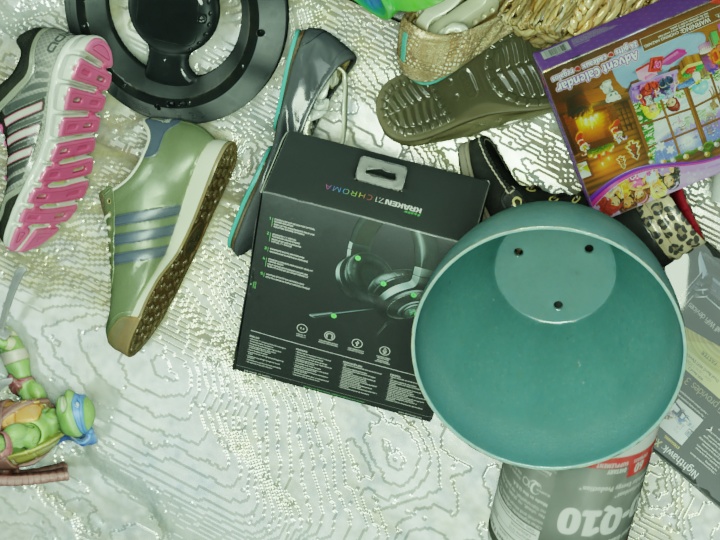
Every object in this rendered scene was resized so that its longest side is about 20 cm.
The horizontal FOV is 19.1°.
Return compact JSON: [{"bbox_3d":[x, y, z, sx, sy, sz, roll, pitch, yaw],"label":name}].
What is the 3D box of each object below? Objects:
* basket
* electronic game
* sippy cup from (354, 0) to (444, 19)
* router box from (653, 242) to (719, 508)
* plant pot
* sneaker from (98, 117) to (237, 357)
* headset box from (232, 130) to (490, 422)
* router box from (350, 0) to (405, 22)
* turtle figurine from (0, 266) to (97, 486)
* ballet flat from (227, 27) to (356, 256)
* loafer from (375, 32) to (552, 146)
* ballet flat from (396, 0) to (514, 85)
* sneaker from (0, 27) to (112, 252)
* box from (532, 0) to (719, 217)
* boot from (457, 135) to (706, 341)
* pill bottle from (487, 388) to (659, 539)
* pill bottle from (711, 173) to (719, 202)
[{"bbox_3d":[0.233,-0.236,1.665,0.149,0.143,0.201,32,86,-26],"label":"basket"},{"bbox_3d":[-0.153,-0.219,1.768,0.198,0.042,0.202,6,111,16],"label":"electronic game"},{"bbox_3d":[0.021,-0.290,1.675,0.130,0.140,0.178,-45,97,-5],"label":"sippy cup"},{"bbox_3d":[0.278,0.076,1.749,0.200,0.052,0.157,41,97,2],"label":"router box"},{"bbox_3d":[0.143,0.027,1.596,0.198,0.135,0.202,3,118,6],"label":"plant pot"},{"bbox_3d":[-0.183,-0.036,1.796,0.089,0.067,0.201,28,97,12],"label":"sneaker"},{"bbox_3d":[0.000,0.000,1.714,0.173,0.093,0.201,14,128,5],"label":"headset box"},{"bbox_3d":[0.002,-0.304,1.761,0.199,0.052,0.158,24,95,4],"label":"router box"},{"bbox_3d":[-0.332,0.103,1.780,0.193,0.200,0.145,-20,57,11],"label":"turtle figurine"},{"bbox_3d":[-0.051,-0.100,1.773,0.073,0.073,0.201,19,93,4],"label":"ballet flat"},{"bbox_3d":[0.104,-0.152,1.757,0.198,0.067,0.077,-14,85,-9],"label":"loafer"},{"bbox_3d":[0.110,-0.224,1.713,0.200,0.066,0.070,-39,53,-19],"label":"ballet flat"},{"bbox_3d":[-0.273,-0.116,1.795,0.087,0.074,0.201,29,112,27],"label":"sneaker"},{"bbox_3d":[0.244,-0.136,1.603,0.199,0.039,0.137,-23,118,4],"label":"box"},{"bbox_3d":[0.175,-0.054,1.716,0.150,0.073,0.201,-35,61,18],"label":"boot"},{"bbox_3d":[0.165,0.184,1.714,0.113,0.114,0.201,13,123,5],"label":"pill bottle"},{"bbox_3d":[0.336,-0.150,1.704,0.119,0.120,0.202,7,94,5],"label":"pill bottle"}]
